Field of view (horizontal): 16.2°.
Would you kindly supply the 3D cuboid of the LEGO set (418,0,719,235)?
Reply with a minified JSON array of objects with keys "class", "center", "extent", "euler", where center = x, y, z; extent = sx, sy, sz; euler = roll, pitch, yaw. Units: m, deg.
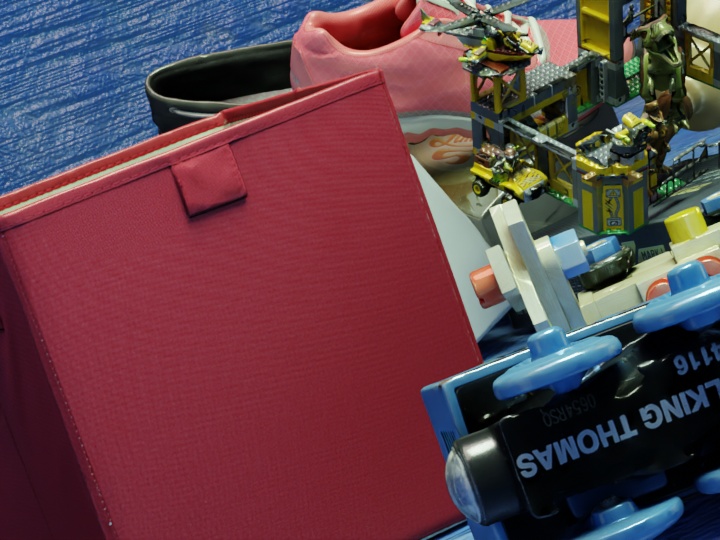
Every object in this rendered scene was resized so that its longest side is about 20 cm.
[{"class":"LEGO set","center":[0.141,-0.118,1.293],"extent":[0.199,0.117,0.154],"euler":[-23,37,-25]}]

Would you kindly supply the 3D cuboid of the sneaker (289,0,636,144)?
[{"class":"sneaker","center":[0.055,-0.117,1.384],"extent":[0.199,0.087,0.074],"euler":[-10,43,-5]}]

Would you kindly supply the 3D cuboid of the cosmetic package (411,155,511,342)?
[{"class":"cosmetic package","center":[0.000,0.000,1.422],"extent":[0.071,0.102,0.200],"euler":[-45,13,-17]}]

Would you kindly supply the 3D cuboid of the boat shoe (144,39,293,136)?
[{"class":"boat shoe","center":[-0.035,-0.107,1.476],"extent":[0.199,0.057,0.067],"euler":[-12,43,23]}]

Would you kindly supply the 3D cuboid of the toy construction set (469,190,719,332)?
[{"class":"toy construction set","center":[0.149,0.000,1.131],"extent":[0.199,0.093,0.131],"euler":[-9,8,4]}]

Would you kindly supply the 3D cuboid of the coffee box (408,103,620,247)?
[{"class":"coffee box","center":[0.050,-0.065,1.487],"extent":[0.114,0.080,0.199],"euler":[-44,40,-21]}]

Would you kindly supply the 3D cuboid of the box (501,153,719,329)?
[{"class":"box","center":[0.187,-0.025,1.346],"extent":[0.157,0.051,0.200],"euler":[-25,7,-32]}]

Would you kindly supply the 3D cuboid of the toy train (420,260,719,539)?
[{"class":"toy train","center":[0.118,0.040,0.882],"extent":[0.199,0.087,0.114],"euler":[-21,1,-8]}]

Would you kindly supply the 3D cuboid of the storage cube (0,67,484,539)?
[{"class":"storage cube","center":[-0.066,0.037,1.033],"extent":[0.199,0.181,0.171],"euler":[-22,7,-25]}]

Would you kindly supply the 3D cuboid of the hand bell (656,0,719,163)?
[{"class":"hand bell","center":[0.170,-0.086,1.407],"extent":[0.104,0.105,0.200],"euler":[-15,20,38]}]
